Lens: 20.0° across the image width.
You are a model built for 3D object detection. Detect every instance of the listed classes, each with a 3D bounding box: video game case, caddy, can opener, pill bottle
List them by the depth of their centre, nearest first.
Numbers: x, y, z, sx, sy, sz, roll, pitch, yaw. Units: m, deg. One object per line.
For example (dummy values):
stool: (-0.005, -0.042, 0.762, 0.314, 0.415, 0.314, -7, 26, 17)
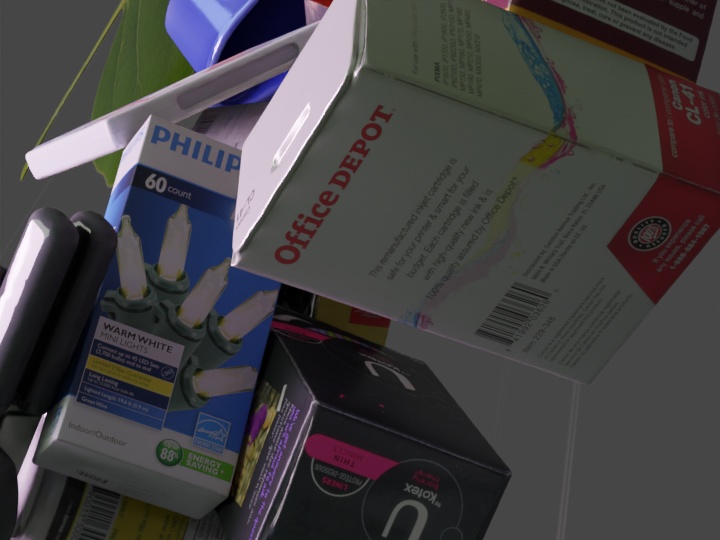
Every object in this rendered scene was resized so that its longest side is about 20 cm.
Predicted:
can opener: (-0.176, 0.067, 1.088, 0.067, 0.053, 0.201, 42, 115, 38)
pill bottle: (-0.116, 0.158, 1.287, 0.115, 0.199, 0.115, -56, 22, 37)
video game case: (-0.111, -0.113, 1.319, 0.023, 0.181, 0.200, 65, 158, -7)
caddy: (-0.049, -0.198, 1.538, 0.200, 0.141, 0.105, -49, 58, 7)

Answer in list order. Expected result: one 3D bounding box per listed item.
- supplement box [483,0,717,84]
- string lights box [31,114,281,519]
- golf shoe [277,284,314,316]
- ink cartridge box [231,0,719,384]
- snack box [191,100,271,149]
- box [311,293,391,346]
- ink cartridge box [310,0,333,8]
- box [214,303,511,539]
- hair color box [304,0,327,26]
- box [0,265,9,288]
supplement box: (0.130, -0.188, 1.062, 0.086, 0.110, 0.201, -22, 50, 68)
string lights box: (-0.105, 0.026, 1.152, 0.059, 0.102, 0.201, 140, 147, -61)
golf shoe: (-0.058, 0.021, 1.323, 0.095, 0.077, 0.201, 69, -156, -47)
ink cartridge box: (0.057, -0.044, 0.975, 0.148, 0.199, 0.086, -54, 24, 41)
snack box: (-0.098, -0.014, 1.272, 0.116, 0.037, 0.201, 1, 58, 52)
box: (0.000, 0.000, 1.262, 0.201, 0.050, 0.076, 103, 176, -52)
ink cartridge box: (0.073, -0.213, 1.157, 0.044, 0.173, 0.201, -119, 51, -68)
box: (-0.011, 0.106, 1.153, 0.107, 0.122, 0.200, -66, 18, 9)
hair color box: (0.012, -0.181, 1.309, 0.111, 0.064, 0.202, 31, 130, 56)
box: (-0.232, 0.072, 1.175, 0.159, 0.048, 0.200, -64, -9, -4)
